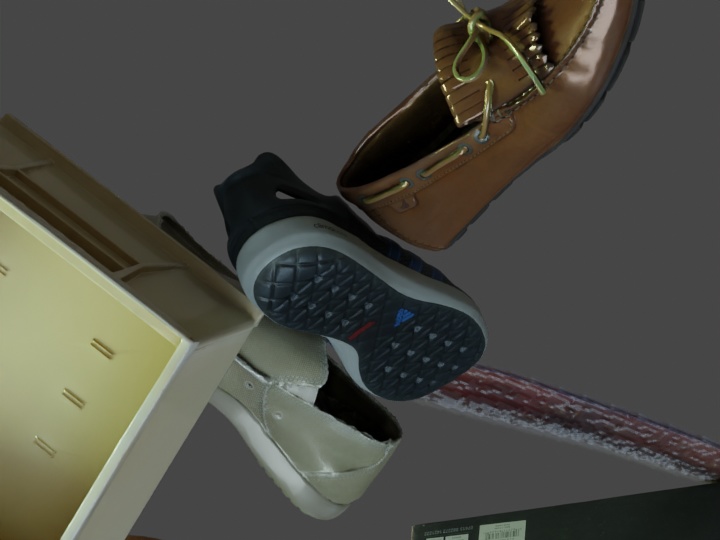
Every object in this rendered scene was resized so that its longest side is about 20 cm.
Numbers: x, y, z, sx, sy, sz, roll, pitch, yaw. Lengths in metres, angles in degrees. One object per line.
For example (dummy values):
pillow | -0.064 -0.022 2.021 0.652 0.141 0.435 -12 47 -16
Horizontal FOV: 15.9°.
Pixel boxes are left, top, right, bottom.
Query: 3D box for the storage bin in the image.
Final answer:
storage bin | -0.182 0.048 1.231 0.199 0.094 0.200 37 110 15

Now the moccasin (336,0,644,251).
moccasin | 0.059 -0.090 1.187 0.078 0.074 0.201 23 139 -23

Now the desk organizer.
desk organizer | 0.131 0.175 1.396 0.200 0.072 0.077 -9 131 14

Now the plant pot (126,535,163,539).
plant pot | -0.134 0.244 1.437 0.200 0.140 0.200 3 129 3

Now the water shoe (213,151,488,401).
water shoe | 0.000 0.000 1.264 0.071 0.079 0.200 -32 149 12

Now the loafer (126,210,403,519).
loafer | -0.050 0.038 1.301 0.068 0.076 0.200 -32 117 16
